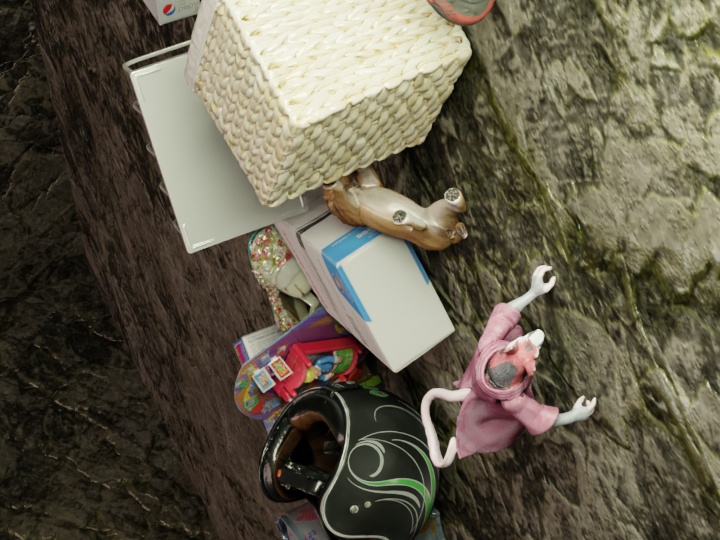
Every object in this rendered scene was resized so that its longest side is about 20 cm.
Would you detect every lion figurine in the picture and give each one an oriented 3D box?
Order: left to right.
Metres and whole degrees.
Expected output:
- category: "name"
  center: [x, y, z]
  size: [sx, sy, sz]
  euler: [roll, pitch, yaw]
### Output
- category: "lion figurine"
  center: [0.035, -0.058, 1.511]
  size: [0.200, 0.073, 0.123]
  euler: [34, 170, 27]

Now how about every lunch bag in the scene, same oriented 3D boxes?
- category: "lunch bag"
  center: [0.002, 0.337, 1.975]
  size: [0.200, 0.169, 0.128]
  euler: [38, 150, 57]

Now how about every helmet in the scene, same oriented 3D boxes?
- category: "helmet"
  center: [0.000, 0.236, 1.817]
  size: [0.190, 0.200, 0.200]
  euler: [27, -165, -38]

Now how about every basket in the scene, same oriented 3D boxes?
- category: "basket"
  center: [-0.029, -0.188, 1.383]
  size: [0.161, 0.198, 0.200]
  euler: [60, 159, 13]

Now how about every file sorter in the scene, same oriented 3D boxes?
- category: "file sorter"
  center: [-0.162, -0.147, 1.677]
  size: [0.125, 0.138, 0.201]
  euler: [-140, 32, -67]

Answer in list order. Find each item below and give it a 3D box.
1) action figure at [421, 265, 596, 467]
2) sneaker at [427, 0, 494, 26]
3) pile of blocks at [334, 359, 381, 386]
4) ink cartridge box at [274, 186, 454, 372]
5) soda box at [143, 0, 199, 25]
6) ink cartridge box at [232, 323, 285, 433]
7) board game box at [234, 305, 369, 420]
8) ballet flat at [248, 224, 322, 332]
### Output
- category: "action figure"
  center: [0.116, 0.085, 1.355]
  size: [0.200, 0.148, 0.135]
  euler: [78, 174, -78]
- category: "sneaker"
  center: [0.075, -0.269, 1.163]
  size: [0.098, 0.071, 0.201]
  euler: [-130, 26, -54]
- category: "pile of blocks"
  center: [-0.003, 0.185, 1.948]
  size: [0.062, 0.082, 0.201]
  euler: [-10, 78, 57]
- category: "ink cartridge box"
  center: [0.000, 0.000, 1.670]
  size: [0.145, 0.084, 0.200]
  euler: [61, 169, -27]
- category: "soda box"
  center: [-0.290, -0.428, 2.183]
  size: [0.200, 0.063, 0.068]
  euler: [54, 158, 41]
- category: "ink cartridge box"
  center: [-0.066, 0.160, 2.036]
  size: [0.076, 0.136, 0.201]
  euler: [138, 111, -75]
- category: "board game box"
  center: [-0.052, 0.117, 1.833]
  size: [0.039, 0.200, 0.158]
  euler: [50, 173, 32]
- category: "ballet flat"
  center: [-0.075, 0.016, 1.802]
  size: [0.064, 0.076, 0.200]
  euler: [34, 162, 26]
